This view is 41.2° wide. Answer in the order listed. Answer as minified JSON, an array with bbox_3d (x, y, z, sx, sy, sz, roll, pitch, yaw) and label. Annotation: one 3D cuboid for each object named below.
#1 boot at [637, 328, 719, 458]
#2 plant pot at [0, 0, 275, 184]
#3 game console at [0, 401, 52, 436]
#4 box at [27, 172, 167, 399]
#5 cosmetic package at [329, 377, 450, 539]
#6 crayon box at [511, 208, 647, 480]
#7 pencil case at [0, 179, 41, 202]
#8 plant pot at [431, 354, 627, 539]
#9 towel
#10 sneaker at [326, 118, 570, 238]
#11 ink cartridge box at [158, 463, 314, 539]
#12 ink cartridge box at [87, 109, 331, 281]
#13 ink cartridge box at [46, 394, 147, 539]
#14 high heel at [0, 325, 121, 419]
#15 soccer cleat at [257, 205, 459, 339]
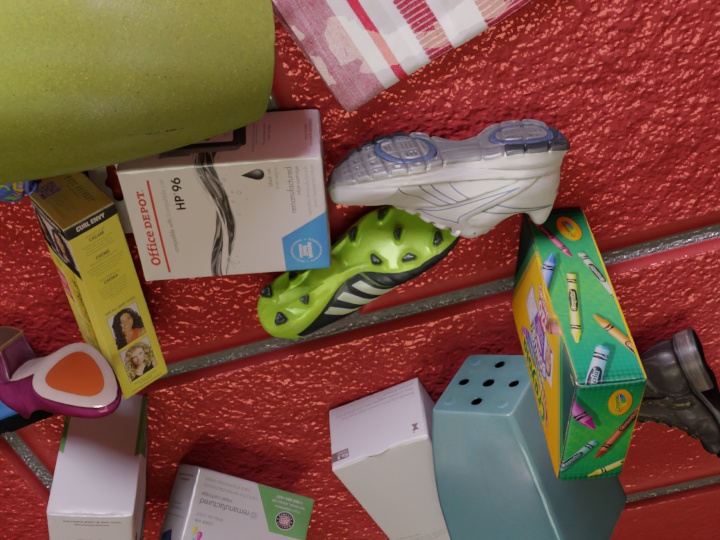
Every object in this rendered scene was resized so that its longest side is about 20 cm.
[{"bbox_3d":[0.285,0.142,1.002,0.171,0.070,0.201,-20,127,20],"label":"boot"},{"bbox_3d":[-0.161,-0.148,0.632,0.196,0.189,0.189,0,134,-20],"label":"plant pot"},{"bbox_3d":[-0.418,0.137,0.900,0.117,0.174,0.202,2,138,31],"label":"game console"},{"bbox_3d":[-0.222,0.014,0.821,0.050,0.075,0.202,-33,140,-26],"label":"box"},{"bbox_3d":[0.056,0.218,1.033,0.111,0.082,0.201,-20,130,13],"label":"cosmetic package"},{"bbox_3d":[0.179,0.058,0.815,0.057,0.202,0.120,-4,133,-2],"label":"crayon box"},{"bbox_3d":[-0.331,-0.102,0.711,0.195,0.078,0.089,7,103,-10],"label":"pencil case"},{"bbox_3d":[0.155,0.191,0.953,0.139,0.141,0.203,-4,120,38],"label":"plant pot"},{"bbox_3d":[0.035,-0.211,0.682,0.198,0.023,0.144,-27,129,19],"label":"towel"},{"bbox_3d":[0.071,-0.065,0.773,0.195,0.075,0.089,-4,121,1],"label":"sneaker"},{"bbox_3d":[-0.147,0.326,1.024,0.143,0.204,0.087,21,164,-23],"label":"ink cartridge box"},{"bbox_3d":[-0.125,-0.058,0.776,0.195,0.069,0.118,-4,132,0],"label":"ink cartridge box"},{"bbox_3d":[-0.265,0.246,0.986,0.082,0.148,0.202,4,133,-8],"label":"ink cartridge box"},{"bbox_3d":[-0.266,0.114,0.863,0.067,0.198,0.098,-37,128,-32],"label":"high heel"},{"bbox_3d":[0.000,0.000,0.849,0.197,0.068,0.081,-28,161,7],"label":"soccer cleat"}]
